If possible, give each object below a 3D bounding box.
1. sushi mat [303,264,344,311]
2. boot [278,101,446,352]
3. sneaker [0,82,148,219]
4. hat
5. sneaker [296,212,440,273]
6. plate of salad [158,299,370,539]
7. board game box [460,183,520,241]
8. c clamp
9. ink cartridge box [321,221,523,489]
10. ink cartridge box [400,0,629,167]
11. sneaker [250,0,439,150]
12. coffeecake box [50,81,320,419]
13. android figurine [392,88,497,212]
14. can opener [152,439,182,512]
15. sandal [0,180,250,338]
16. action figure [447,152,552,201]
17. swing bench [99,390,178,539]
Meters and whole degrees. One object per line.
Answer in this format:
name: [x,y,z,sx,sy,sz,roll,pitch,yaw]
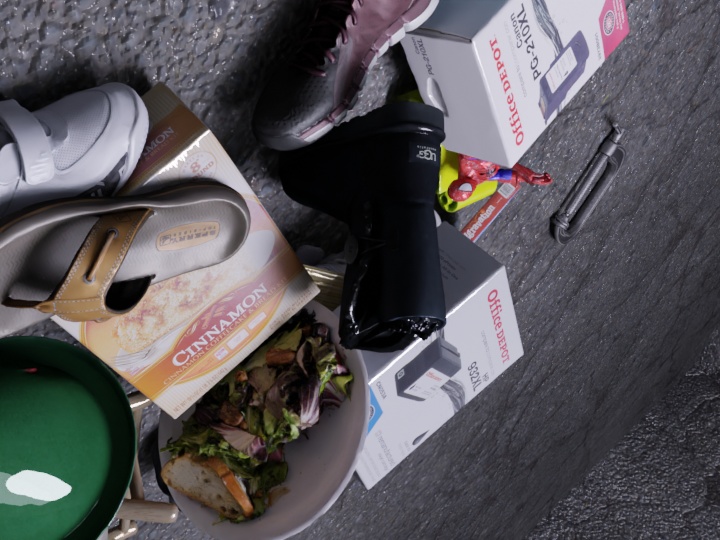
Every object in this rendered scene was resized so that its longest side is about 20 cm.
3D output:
sushi mat: [-0.075,0.032,0.768,0.199,0.012,0.096,13,119,-26]
boot: [-0.006,-0.022,0.671,0.076,0.200,0.169,9,78,-33]
sneaker: [-0.211,-0.065,0.479,0.200,0.075,0.115,-38,153,-18]
hat: [-0.243,0.091,0.488,0.199,0.166,0.176,-19,156,-9]
sneaker: [0.000,0.000,0.862,0.200,0.075,0.115,-48,153,-4]
plate of salad: [-0.086,0.111,0.688,0.200,0.200,0.048,-52,146,2]
board game box: [0.111,-0.025,0.990,0.103,0.019,0.200,-46,174,-23]
c clamp: [0.338,-0.126,1.299,0.171,0.027,0.201,-3,125,-61]
ink cartridge box: [0.042,0.077,0.782,0.200,0.084,0.145,-39,141,-13]
ink cartridge box: [0.142,-0.213,0.772,0.200,0.084,0.145,-48,137,-19]
sneaker: [-0.025,-0.190,0.631,0.200,0.075,0.116,-52,148,-18]
coffeecake box: [-0.138,-0.006,0.625,0.153,0.073,0.200,-41,143,-7]
android figurine: [0.111,-0.153,0.868,0.199,0.041,0.183,-25,127,-37]
can opener: [-0.135,0.138,0.862,0.201,0.078,0.063,-60,162,-12]
sandal: [-0.145,0.000,0.514,0.199,0.055,0.082,-15,136,-36]
action figure: [0.167,-0.126,0.835,0.200,0.099,0.065,-45,150,-15]
swing bench: [-0.258,0.212,0.678,0.199,0.130,0.200,-3,132,-24]
